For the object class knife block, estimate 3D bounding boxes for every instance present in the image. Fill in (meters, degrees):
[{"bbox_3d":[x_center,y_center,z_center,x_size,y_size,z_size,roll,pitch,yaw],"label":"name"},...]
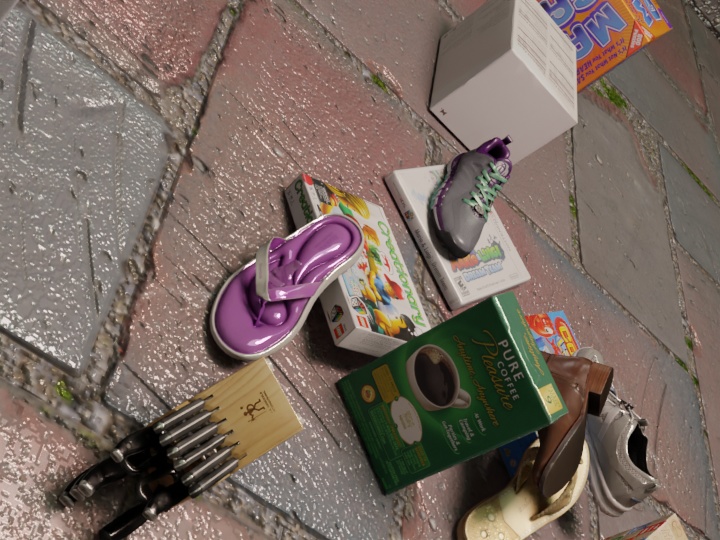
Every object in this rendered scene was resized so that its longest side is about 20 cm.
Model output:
[{"bbox_3d":[-0.134,0.138,0.751,0.064,0.174,0.200,60,-11,3],"label":"knife block"}]

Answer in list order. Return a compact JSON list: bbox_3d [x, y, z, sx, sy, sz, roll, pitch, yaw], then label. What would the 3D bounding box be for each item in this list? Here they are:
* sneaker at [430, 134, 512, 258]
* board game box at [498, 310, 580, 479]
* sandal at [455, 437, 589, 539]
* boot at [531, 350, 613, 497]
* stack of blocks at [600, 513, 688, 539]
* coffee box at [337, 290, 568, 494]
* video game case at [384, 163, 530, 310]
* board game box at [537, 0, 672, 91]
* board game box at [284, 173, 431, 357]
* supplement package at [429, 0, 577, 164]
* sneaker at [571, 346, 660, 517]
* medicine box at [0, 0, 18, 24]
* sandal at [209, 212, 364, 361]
[{"bbox_3d":[0.143,-0.101,1.212,0.074,0.087,0.201,41,36,-22],"label":"sneaker"},{"bbox_3d":[0.219,0.154,1.176,0.195,0.056,0.202,-4,67,-52],"label":"board game box"},{"bbox_3d":[0.190,0.223,1.008,0.211,0.070,0.078,-30,82,-35],"label":"sandal"},{"bbox_3d":[0.141,0.136,1.020,0.186,0.198,0.065,-46,143,-45],"label":"boot"},{"bbox_3d":[0.265,0.331,1.042,0.199,0.115,0.059,-8,70,-53],"label":"stack of blocks"},{"bbox_3d":[0.080,0.115,0.901,0.044,0.199,0.124,-9,70,-54],"label":"coffee box"},{"bbox_3d":[0.128,-0.051,1.252,0.199,0.024,0.183,-14,75,-55],"label":"video game case"},{"bbox_3d":[0.401,-0.446,1.751,0.201,0.199,0.200,56,34,0],"label":"board game box"},{"bbox_3d":[0.000,0.000,1.011,0.126,0.035,0.201,19,40,-44],"label":"board game box"},{"bbox_3d":[0.211,-0.279,1.422,0.150,0.151,0.201,41,37,-24],"label":"supplement package"},{"bbox_3d":[0.297,0.177,1.132,0.074,0.082,0.202,20,49,-42],"label":"sneaker"},{"bbox_3d":[-0.281,-0.286,0.761,0.103,0.199,0.183,35,40,-26],"label":"medicine box"},{"bbox_3d":[-0.067,0.000,0.899,0.082,0.050,0.203,31,49,12],"label":"sandal"}]
